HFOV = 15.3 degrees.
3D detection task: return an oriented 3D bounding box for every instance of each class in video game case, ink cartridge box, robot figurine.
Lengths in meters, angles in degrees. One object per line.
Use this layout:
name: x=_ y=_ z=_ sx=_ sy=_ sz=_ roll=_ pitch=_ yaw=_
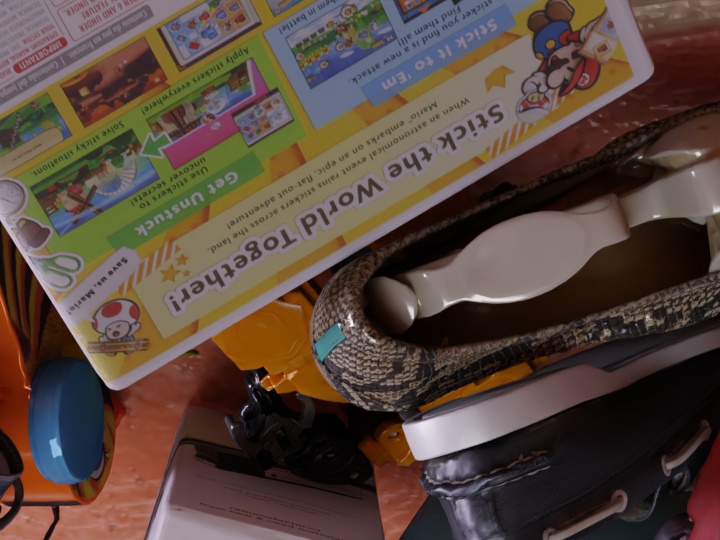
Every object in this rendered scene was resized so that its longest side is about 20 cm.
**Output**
video game case: x=-0.027 y=-0.078 z=0.787 sx=0.200 sy=0.023 sz=0.182 roll=-31 pitch=129 yaw=-4
ink cartridge box: x=-0.049 y=0.143 z=0.997 sx=0.084 sy=0.200 sz=0.145 roll=16 pitch=96 yaw=-3
robot figurine: x=0.000 y=0.000 z=0.925 sx=0.145 sy=0.058 sz=0.200 roll=-32 pitch=144 yaw=5

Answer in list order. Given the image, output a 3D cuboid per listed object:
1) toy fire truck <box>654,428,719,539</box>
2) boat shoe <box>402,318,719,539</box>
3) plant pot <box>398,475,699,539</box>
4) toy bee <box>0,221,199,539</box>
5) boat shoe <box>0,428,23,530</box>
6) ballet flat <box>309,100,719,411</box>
toy fire truck: x=0.189 y=0.042 z=0.885 sx=0.141 sy=0.049 sz=0.200 roll=1 pitch=121 yaw=-31
boat shoe: x=0.084 y=0.058 z=0.919 sx=0.076 sy=0.200 sz=0.060 roll=-17 pitch=89 yaw=41
plant pot: x=0.076 y=0.138 z=1.020 sx=0.135 sy=0.200 sz=0.200 roll=33 pitch=139 yaw=10
toy bee: x=-0.132 y=0.052 z=1.036 sx=0.131 sy=0.109 sz=0.200 roll=17 pitch=115 yaw=8
boat shoe: x=-0.152 y=0.064 z=0.955 sx=0.066 sy=0.070 sz=0.200 roll=5 pitch=104 yaw=17
ballet flat: x=0.079 y=-0.010 z=0.859 sx=0.200 sy=0.068 sz=0.075 roll=-21 pitch=170 yaw=-14
